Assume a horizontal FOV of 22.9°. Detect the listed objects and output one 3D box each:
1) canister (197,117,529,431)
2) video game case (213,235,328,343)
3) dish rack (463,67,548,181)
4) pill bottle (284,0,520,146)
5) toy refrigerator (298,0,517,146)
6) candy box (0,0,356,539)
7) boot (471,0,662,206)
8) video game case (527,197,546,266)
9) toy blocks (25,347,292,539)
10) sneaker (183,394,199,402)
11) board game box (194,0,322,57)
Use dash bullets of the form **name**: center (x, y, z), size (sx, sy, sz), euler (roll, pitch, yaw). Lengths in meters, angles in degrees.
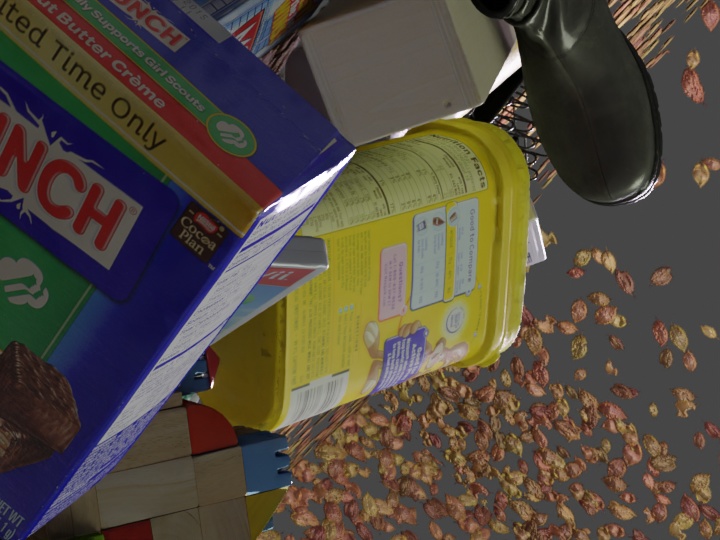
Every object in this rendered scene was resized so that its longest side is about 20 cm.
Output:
- **canister**: center (0.000, 0.000, 1.008), size (0.200, 0.087, 0.149), euler (-16, 116, -44)
- **video game case**: center (-0.127, 0.023, 0.868), size (0.143, 0.017, 0.200), euler (3, 157, -35)
- **dish rack**: center (0.093, -0.083, 1.276), size (0.153, 0.055, 0.200), euler (-51, 149, -32)
- **pill bottle**: center (0.049, -0.158, 1.130), size (0.200, 0.112, 0.112), euler (-42, 172, -31)
- **toy refrigerator**: center (0.034, -0.125, 0.934), size (0.076, 0.070, 0.200), euler (-17, -165, 16)
- **candy box**: center (-0.127, -0.023, 0.655), size (0.200, 0.169, 0.077), euler (-51, 175, 33)
- **boot**: center (0.087, -0.127, 0.896), size (0.068, 0.200, 0.131), euler (-16, 176, 26)
- **video game case**: center (0.027, 0.005, 1.204), size (0.200, 0.018, 0.143), euler (-19, 168, 4)
- **toy blocks**: center (-0.096, 0.113, 0.862), size (0.137, 0.200, 0.100), euler (-10, -174, -29)
- **sneaker**: center (-0.135, 0.031, 1.073), size (0.078, 0.140, 0.200), euler (22, 111, -50)
- **board game box**: center (-0.086, -0.107, 0.849), size (0.200, 0.062, 0.200), euler (-42, 172, -25)
